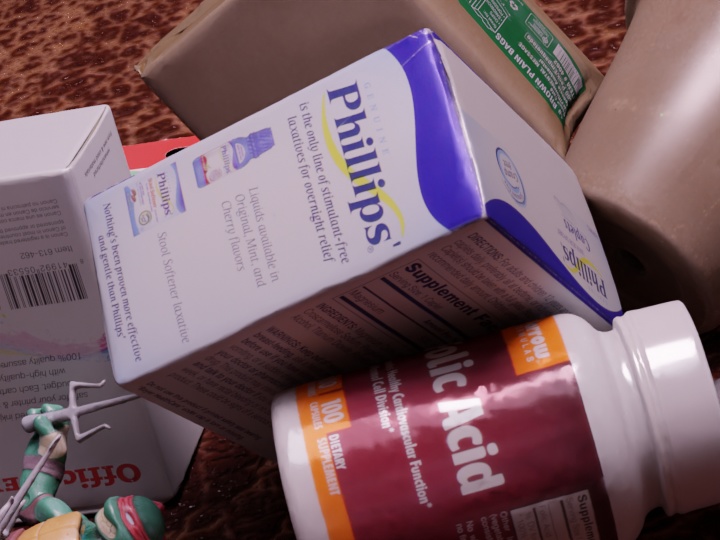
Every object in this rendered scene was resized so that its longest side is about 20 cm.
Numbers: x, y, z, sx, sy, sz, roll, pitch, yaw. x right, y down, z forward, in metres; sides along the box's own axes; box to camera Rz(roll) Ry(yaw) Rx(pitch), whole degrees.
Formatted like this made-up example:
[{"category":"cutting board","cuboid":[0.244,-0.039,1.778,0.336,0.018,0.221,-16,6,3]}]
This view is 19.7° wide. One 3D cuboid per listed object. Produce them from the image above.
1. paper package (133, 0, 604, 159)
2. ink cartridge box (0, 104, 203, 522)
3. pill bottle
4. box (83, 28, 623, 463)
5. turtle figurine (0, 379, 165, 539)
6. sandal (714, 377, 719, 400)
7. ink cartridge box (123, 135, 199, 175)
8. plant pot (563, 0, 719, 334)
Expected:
[{"category":"paper package","cuboid":[0.007,-0.112,1.208,0.190,0.200,0.104,-36,12,37]},{"category":"ink cartridge box","cuboid":[-0.182,0.028,1.114,0.145,0.201,0.083,-8,26,14]},{"category":"pill bottle","cuboid":[0.066,0.086,0.970,0.199,0.115,0.114,-16,28,2]},{"category":"box","cuboid":[0.000,0.000,1.015,0.199,0.184,0.106,-24,62,19]},{"category":"turtle figurine","cuboid":[-0.169,0.140,1.014,0.199,0.101,0.150,-30,13,7]},{"category":"sandal","cuboid":[0.223,0.090,0.958,0.076,0.043,0.200,-22,29,-11]},{"category":"ink cartridge box","cuboid":[-0.130,-0.063,1.410,0.160,0.050,0.200,-7,32,17]},{"category":"plant pot","cuboid":[0.195,-0.065,1.124,0.200,0.201,0.175,19,61,47]}]
